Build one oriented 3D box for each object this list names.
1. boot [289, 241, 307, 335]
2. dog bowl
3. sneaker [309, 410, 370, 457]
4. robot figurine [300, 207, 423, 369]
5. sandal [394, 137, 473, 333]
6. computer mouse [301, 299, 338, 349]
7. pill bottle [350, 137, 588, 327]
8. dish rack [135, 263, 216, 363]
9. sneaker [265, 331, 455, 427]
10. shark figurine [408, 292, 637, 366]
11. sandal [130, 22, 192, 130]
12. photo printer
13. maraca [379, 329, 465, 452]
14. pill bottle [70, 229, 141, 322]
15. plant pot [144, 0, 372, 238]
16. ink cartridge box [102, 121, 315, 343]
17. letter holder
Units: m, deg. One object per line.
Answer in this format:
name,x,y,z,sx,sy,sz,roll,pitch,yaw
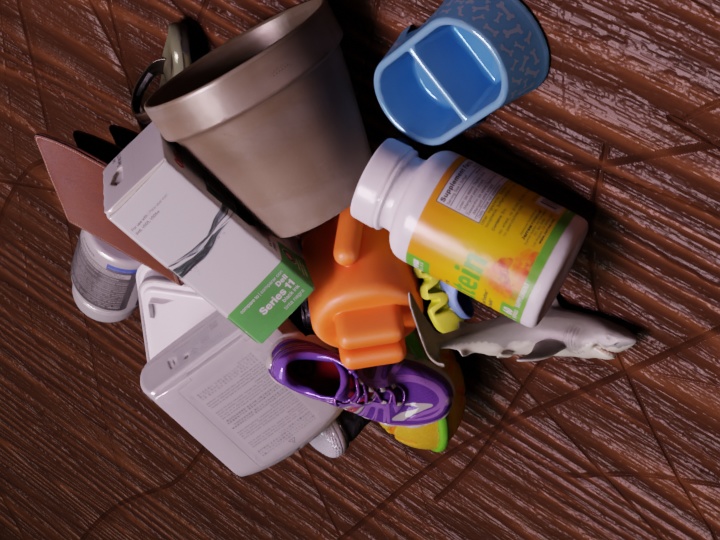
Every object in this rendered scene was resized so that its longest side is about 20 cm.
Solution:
boot,-0.106,0.016,1.648,0.167,0.077,0.200,2,147,-1
dog bowl,0.081,-0.175,1.296,0.112,0.050,0.200,51,150,-6
sneaker,-0.051,0.119,1.747,0.200,0.114,0.076,50,157,19
robot figurine,0.000,-0.001,1.486,0.116,0.201,0.144,-33,139,30
sandal,0.081,-0.042,1.444,0.087,0.080,0.200,-22,104,19
computer mouse,-0.017,0.075,1.619,0.034,0.059,0.200,-3,159,20
pill bottle,0.096,-0.041,1.342,0.200,0.111,0.111,28,146,12
dish rack,-0.169,0.085,1.651,0.171,0.044,0.200,7,130,10
sneaker,0.000,0.122,1.502,0.199,0.081,0.083,12,-170,-8
shark figurine,0.148,0.045,1.420,0.128,0.214,0.090,173,97,-87
sandal,-0.224,-0.196,1.621,0.201,0.057,0.080,108,150,-50
photo printer,-0.116,0.130,1.594,0.200,0.166,0.070,48,-172,-40
maraca,0.051,0.104,1.606,0.137,0.107,0.201,2,113,70
pill bottle,-0.316,-0.014,1.917,0.114,0.114,0.200,44,149,6
plant pot,-0.075,-0.134,1.390,0.200,0.200,0.174,-8,119,54
ink cartridge box,-0.150,-0.042,1.434,0.200,0.083,0.147,41,-170,-23
letter holder,-0.245,-0.098,1.603,0.200,0.101,0.142,27,148,36
